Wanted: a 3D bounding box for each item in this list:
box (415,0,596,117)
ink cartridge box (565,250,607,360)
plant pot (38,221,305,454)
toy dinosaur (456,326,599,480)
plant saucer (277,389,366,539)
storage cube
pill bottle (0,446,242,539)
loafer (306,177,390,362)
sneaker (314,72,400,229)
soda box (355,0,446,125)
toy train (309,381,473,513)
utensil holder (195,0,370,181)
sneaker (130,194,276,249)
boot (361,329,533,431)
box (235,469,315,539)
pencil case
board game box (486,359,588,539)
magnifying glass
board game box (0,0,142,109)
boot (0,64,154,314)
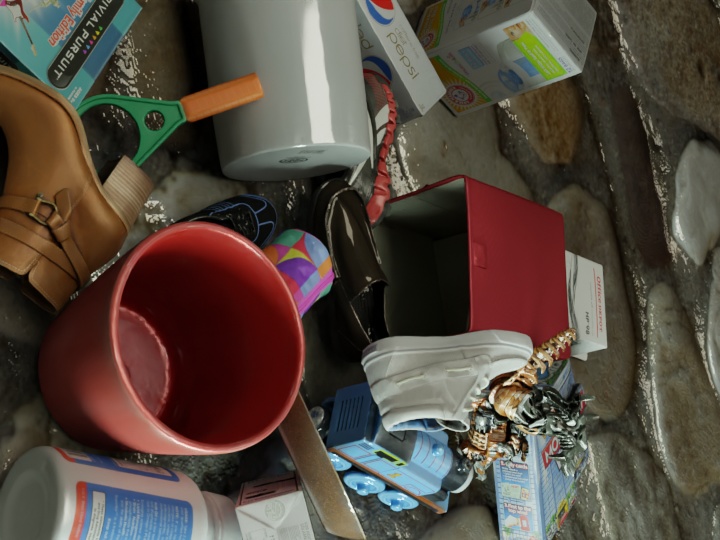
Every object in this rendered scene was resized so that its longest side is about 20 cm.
[{"bbox_3d":[0.171,-0.283,1.630,0.112,0.199,0.102,42,52,-32],"label":"box"},{"bbox_3d":[0.255,0.039,1.714,0.199,0.066,0.117,18,64,-42],"label":"ink cartridge box"},{"bbox_3d":[-0.177,0.075,1.162,0.199,0.177,0.202,16,65,-38],"label":"plant pot"},{"bbox_3d":[0.178,0.153,1.439,0.135,0.200,0.103,26,45,-6],"label":"toy dinosaur"},{"bbox_3d":[-0.051,0.164,1.242,0.034,0.200,0.202,-25,98,-6],"label":"plant saucer"},{"bbox_3d":[0.116,0.013,1.499,0.179,0.170,0.202,17,66,-43],"label":"storage cube"},{"bbox_3d":[-0.202,0.221,1.143,0.199,0.112,0.113,20,64,-41],"label":"pill bottle"},{"bbox_3d":[0.000,0.000,1.409,0.073,0.071,0.202,-22,106,-38],"label":"loafer"},{"bbox_3d":[-0.011,-0.146,1.489,0.097,0.071,0.202,24,57,-32],"label":"sneaker"},{"bbox_3d":[0.018,-0.272,1.567,0.068,0.063,0.201,-46,112,-44],"label":"soda box"},{"bbox_3d":[0.034,0.190,1.398,0.200,0.114,0.087,35,55,-33],"label":"toy train"},{"bbox_3d":[-0.078,-0.206,1.373,0.169,0.169,0.202,0,80,-46],"label":"utensil holder"},{"bbox_3d":[-0.139,-0.031,1.314,0.200,0.078,0.071,-32,100,-46],"label":"sneaker"},{"bbox_3d":[0.097,0.118,1.348,0.198,0.074,0.096,-2,65,-27],"label":"boot"},{"bbox_3d":[-0.070,0.252,1.219,0.060,0.200,0.118,-15,86,-5],"label":"box"},{"bbox_3d":[-0.101,0.042,1.327,0.089,0.088,0.200,56,45,-18],"label":"pencil case"},{"bbox_3d":[0.216,0.189,1.588,0.200,0.061,0.201,-46,130,-44],"label":"board game box"},{"bbox_3d":[-0.188,-0.144,1.262,0.199,0.022,0.080,-21,92,-10],"label":"magnifying glass"},{"bbox_3d":[-0.313,-0.258,1.227,0.200,0.047,0.152,45,50,-27],"label":"board game box"},{"bbox_3d":[-0.295,-0.074,1.174,0.200,0.074,0.155,39,66,-12],"label":"boot"}]
